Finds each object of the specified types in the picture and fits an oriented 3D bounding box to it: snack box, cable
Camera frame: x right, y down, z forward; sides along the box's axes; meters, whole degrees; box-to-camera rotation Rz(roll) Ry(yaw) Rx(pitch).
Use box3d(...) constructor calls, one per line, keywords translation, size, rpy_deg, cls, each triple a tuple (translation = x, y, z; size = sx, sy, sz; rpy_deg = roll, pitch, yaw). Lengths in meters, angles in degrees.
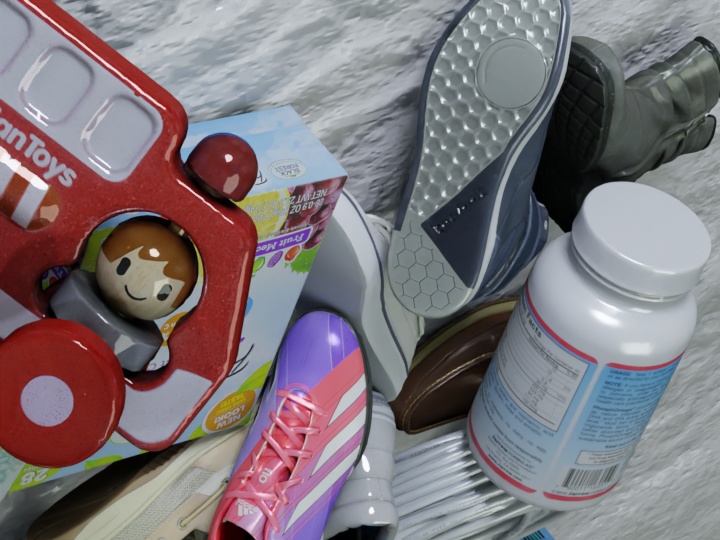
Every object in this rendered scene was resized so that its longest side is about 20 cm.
box3d(translation=(-0.115, 0.016, 1.198), size=(0.168, 0.068, 0.201), rpy_deg=(-15, 143, -36), cls="snack box")
box3d(translation=(0.067, 0.160, 1.527), size=(0.200, 0.070, 0.199), rpy_deg=(-32, 161, 34), cls="cable")

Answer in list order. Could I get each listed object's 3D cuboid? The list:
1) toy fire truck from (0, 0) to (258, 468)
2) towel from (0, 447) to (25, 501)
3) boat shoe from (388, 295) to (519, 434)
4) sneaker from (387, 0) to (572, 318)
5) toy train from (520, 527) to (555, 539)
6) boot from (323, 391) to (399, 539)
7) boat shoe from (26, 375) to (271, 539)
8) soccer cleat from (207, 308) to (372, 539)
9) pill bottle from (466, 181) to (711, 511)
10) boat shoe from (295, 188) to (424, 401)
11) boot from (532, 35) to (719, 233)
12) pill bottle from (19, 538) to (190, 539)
box3d(translation=(-0.136, -0.018, 1.019), size=(0.168, 0.200, 0.112), rpy_deg=(-52, -175, 15), cls="toy fire truck")
box3d(translation=(-0.262, 0.128, 1.116), size=(0.171, 0.048, 0.200), rpy_deg=(-1, 138, -47), cls="towel")
box3d(translation=(0.107, 0.060, 1.494), size=(0.199, 0.068, 0.072), rpy_deg=(-26, 147, -21), cls="boat shoe")
box3d(translation=(0.080, -0.074, 1.289), size=(0.203, 0.077, 0.146), rpy_deg=(-69, 165, 8), cls="sneaker")
box3d(translation=(0.061, 0.255, 1.688), size=(0.200, 0.087, 0.114), rpy_deg=(-50, 156, 22), cls="toy train")
box3d(translation=(-0.035, 0.156, 1.389), size=(0.073, 0.096, 0.200), rpy_deg=(6, 151, -22), cls="boot")
box3d(translation=(-0.107, 0.131, 1.314), size=(0.200, 0.072, 0.065), rpy_deg=(-36, 109, -33), cls="boat shoe")
box3d(translation=(-0.046, 0.120, 1.276), size=(0.073, 0.068, 0.201), rpy_deg=(5, 102, -63), cls="soccer cleat")
box3d(translation=(0.144, 0.047, 1.372), size=(0.108, 0.109, 0.201), rpy_deg=(-13, 139, -36), cls="pill bottle")
box3d(translation=(0.000, 0.000, 1.305), size=(0.066, 0.072, 0.200), rpy_deg=(-59, 147, -26), cls="boat shoe")
box3d(translation=(0.168, -0.109, 1.355), size=(0.130, 0.068, 0.200), rpy_deg=(-36, 157, -14), cls="boot")
box3d(translation=(-0.143, 0.220, 1.388), size=(0.114, 0.114, 0.200), rpy_deg=(-50, 147, 17), cls="pill bottle")
